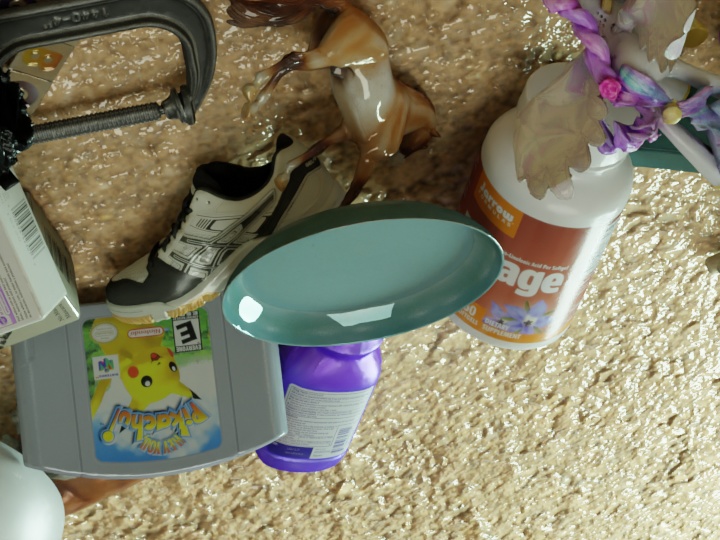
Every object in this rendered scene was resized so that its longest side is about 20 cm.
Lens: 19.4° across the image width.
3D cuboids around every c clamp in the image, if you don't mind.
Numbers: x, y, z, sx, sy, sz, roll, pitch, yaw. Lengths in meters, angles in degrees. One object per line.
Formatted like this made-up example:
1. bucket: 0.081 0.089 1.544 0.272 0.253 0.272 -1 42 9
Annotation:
1. c clamp: -0.186 -0.116 1.396 0.198 0.027 0.172 -15 134 2

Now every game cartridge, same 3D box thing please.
1. game cartridge: -0.156 0.086 1.562 0.198 0.135 0.040 -7 180 -10

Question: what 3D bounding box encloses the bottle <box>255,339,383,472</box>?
1. bottle: -0.027 0.074 1.631 0.083 0.066 0.201 2 136 -20

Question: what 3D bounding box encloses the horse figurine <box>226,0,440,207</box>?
1. horse figurine: -0.016 -0.120 1.412 0.132 0.050 0.201 -41 131 -16

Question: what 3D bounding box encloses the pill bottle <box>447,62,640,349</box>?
1. pill bottle: 0.129 -0.047 1.510 0.111 0.113 0.201 1 136 -18

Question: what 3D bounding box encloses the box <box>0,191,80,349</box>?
1. box: -0.305 0.023 1.486 0.199 0.069 0.082 -22 138 7

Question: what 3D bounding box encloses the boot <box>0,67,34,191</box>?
1. boot: -0.307 -0.093 1.257 0.162 0.074 0.198 -29 131 24

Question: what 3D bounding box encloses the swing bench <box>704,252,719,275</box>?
1. swing bench: 0.386 0.007 1.583 0.198 0.200 0.130 -10 139 -5

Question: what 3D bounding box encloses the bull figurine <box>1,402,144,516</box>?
1. bull figurine: -0.194 0.131 1.645 0.199 0.065 0.121 -31 133 14

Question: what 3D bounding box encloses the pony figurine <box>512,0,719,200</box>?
1. pony figurine: 0.173 -0.133 1.353 0.199 0.194 0.167 29 117 -32

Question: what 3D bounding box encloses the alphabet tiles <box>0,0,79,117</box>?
1. alphabet tiles: -0.290 -0.125 1.374 0.166 0.008 0.200 15 130 -31

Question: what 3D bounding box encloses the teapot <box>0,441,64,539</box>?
1. teapot: -0.328 0.209 1.583 0.199 0.147 0.198 24 149 -8

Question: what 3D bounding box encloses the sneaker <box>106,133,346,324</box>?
1. sneaker: -0.107 -0.034 1.498 0.199 0.076 0.088 -26 114 17

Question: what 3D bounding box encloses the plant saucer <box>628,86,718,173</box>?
1. plant saucer: 0.249 -0.099 1.428 0.019 0.200 0.070 26 84 -29

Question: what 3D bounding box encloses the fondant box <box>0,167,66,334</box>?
1. fondant box: -0.314 -0.011 1.384 0.199 0.058 0.145 -19 103 13

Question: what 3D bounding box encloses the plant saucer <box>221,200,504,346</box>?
1. plant saucer: 0.000 0.000 1.458 0.198 0.028 0.200 -9 155 -4

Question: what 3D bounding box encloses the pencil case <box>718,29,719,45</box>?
1. pencil case: 0.355 -0.146 1.484 0.198 0.093 0.086 -9 129 -10
